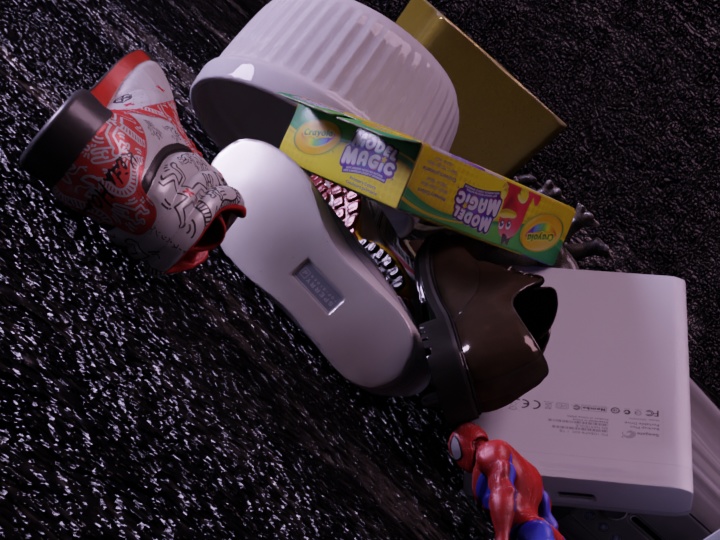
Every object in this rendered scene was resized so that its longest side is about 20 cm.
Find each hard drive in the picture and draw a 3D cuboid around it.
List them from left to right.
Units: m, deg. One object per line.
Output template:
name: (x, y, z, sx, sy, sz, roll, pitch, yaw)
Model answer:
hard drive: (0.139, 0.069, 0.973, 0.132, 0.027, 0.200, 4, 38, 7)

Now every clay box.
clay box: (0.037, -0.059, 1.009, 0.115, 0.048, 0.200, 26, 6, 42)

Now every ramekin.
ramekin: (-0.020, -0.123, 1.183, 0.200, 0.105, 0.200, 29, -17, 10)

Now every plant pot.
plant pot: (0.085, -0.172, 1.796, 0.195, 0.200, 0.194, 38, 10, -16)

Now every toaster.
toaster: (0.202, 0.140, 1.054, 0.129, 0.114, 0.200, 45, 21, -6)

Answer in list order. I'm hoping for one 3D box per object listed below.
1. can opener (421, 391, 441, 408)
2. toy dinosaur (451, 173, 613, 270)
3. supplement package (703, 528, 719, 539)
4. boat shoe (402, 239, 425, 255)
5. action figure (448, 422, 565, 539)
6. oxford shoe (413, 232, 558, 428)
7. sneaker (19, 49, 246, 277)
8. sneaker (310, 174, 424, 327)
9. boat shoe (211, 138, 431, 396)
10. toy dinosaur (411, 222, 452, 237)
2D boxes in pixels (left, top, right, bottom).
can opener: (0.099, 0.106, 1.085, 0.200, 0.053, 0.067, 22, 54, -66)
toy dinosaur: (0.111, -0.013, 1.109, 0.200, 0.102, 0.077, 45, -4, 22)
supplement package: (0.281, 0.198, 0.775, 0.191, 0.147, 0.200, -2, 56, -51)
boat shoe: (0.072, -0.001, 1.233, 0.202, 0.075, 0.075, -51, 115, -86)
action figure: (0.095, 0.150, 0.805, 0.065, 0.052, 0.200, 39, 15, -44)
oxford shoe: (0.079, 0.028, 0.949, 0.200, 0.084, 0.073, -99, 170, -64)
sneaker: (-0.115, -0.057, 0.857, 0.108, 0.067, 0.201, 41, 12, -8)
sneaker: (0.000, 0.000, 1.074, 0.082, 0.078, 0.200, 39, 18, -42)
boat shoe: (-0.023, 0.000, 0.968, 0.200, 0.072, 0.069, 44, 1, 25)
toy dinosaur: (0.007, -0.055, 1.313, 0.200, 0.048, 0.088, 17, 1, 13)
